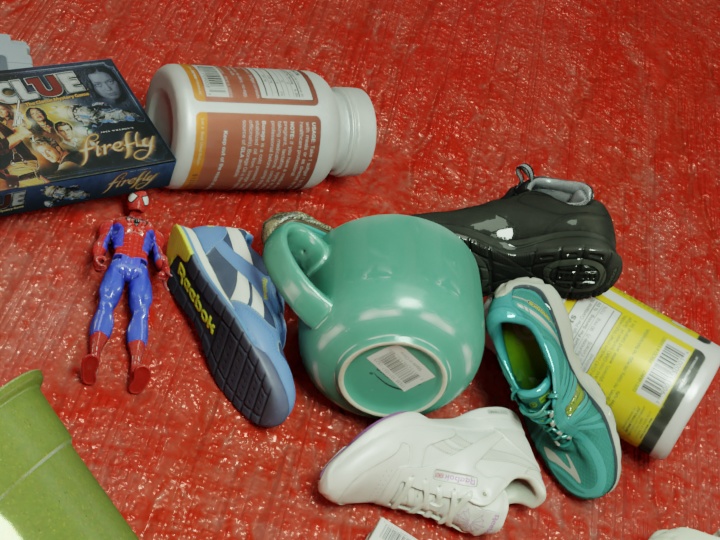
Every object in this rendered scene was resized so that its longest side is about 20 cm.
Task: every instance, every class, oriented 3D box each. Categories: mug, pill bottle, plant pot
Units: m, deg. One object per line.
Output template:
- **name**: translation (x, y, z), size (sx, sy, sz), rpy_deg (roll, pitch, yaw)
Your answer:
- **mug**: translation (0.010, 0.046, 1.024), size (0.184, 0.153, 0.115), rpy_deg (3, 42, -4)
- **pill bottle**: translation (-0.091, -0.130, 1.171), size (0.199, 0.112, 0.113), rpy_deg (-1, 50, -28)
- **pill bottle**: translation (0.208, 0.070, 1.122), size (0.199, 0.115, 0.114), rpy_deg (31, 42, 15)
- **plant pot**: translation (-0.203, 0.198, 0.767), size (0.190, 0.200, 0.200), rpy_deg (45, 44, 0)

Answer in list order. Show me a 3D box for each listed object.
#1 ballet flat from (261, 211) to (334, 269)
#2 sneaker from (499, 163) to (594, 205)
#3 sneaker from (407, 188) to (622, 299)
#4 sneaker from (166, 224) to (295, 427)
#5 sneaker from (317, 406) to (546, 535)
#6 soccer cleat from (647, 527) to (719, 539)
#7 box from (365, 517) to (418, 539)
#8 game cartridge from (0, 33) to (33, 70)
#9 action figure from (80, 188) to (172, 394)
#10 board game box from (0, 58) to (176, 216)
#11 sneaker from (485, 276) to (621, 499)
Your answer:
- **ballet flat**: translation (0.000, 0.000, 1.123), size (0.199, 0.068, 0.075), rpy_deg (27, 6, -18)
- **sneaker**: translation (0.199, -0.012, 1.201), size (0.200, 0.114, 0.075), rpy_deg (44, 46, 17)
- **sneaker**: translation (0.124, -0.028, 1.090), size (0.198, 0.076, 0.091), rpy_deg (6, 47, 5)
- **sneaker**: translation (-0.091, 0.037, 1.040), size (0.082, 0.074, 0.201), rpy_deg (-7, 54, -34)
- **sneaker**: translation (0.063, 0.162, 0.994), size (0.199, 0.075, 0.100), rpy_deg (-5, 50, -30)
- **soccer cleat**: translation (0.236, 0.245, 1.015), size (0.199, 0.069, 0.078), rpy_deg (6, 41, -31)
- **box**: translation (0.085, 0.258, 0.940), size (0.199, 0.039, 0.041), rpy_deg (31, 44, 4)
- **game cartridge**: translation (-0.346, -0.135, 1.103), size (0.132, 0.042, 0.201), rpy_deg (-2, 50, -22)
- **action figure**: translation (-0.190, 0.006, 1.040), size (0.065, 0.052, 0.201), rpy_deg (9, 43, -14)
- **board game box**: translation (-0.274, -0.113, 1.068), size (0.199, 0.035, 0.136), rpy_deg (-15, 57, -36)
- **sneaker**: translation (0.152, 0.106, 1.047), size (0.201, 0.077, 0.080), rpy_deg (64, 28, -9)
